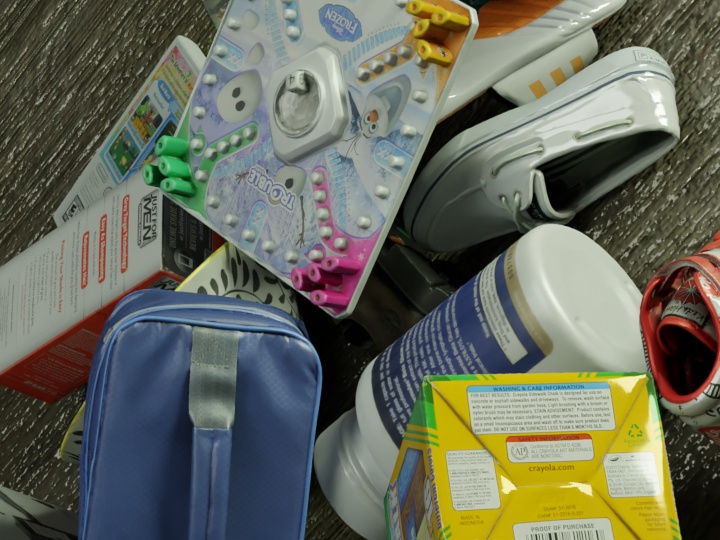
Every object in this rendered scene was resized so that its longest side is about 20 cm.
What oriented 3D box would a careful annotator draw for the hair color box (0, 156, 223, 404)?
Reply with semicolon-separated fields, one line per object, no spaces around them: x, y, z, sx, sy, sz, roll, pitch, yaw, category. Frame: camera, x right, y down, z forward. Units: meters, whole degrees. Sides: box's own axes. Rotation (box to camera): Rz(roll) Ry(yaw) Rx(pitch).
-0.184;0.009;1.657;0.200;0.061;0.102;-31;48;38;hair color box

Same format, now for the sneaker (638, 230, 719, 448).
0.204;-0.004;1.200;0.067;0.108;0.203;-12;61;46;sneaker

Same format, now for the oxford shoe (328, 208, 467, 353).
0.000;0.000;1.475;0.085;0.072;0.200;-58;36;17;oxford shoe

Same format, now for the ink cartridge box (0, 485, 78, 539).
-0.234;0.203;1.530;0.145;0.199;0.084;31;94;53;ink cartridge box

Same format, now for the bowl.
-0.095;0.076;1.498;0.201;0.094;0.201;-50;-6;-7;bowl

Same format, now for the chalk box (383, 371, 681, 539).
0.083;0.151;1.208;0.200;0.124;0.124;106;160;-60;chalk box

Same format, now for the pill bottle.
0.068;0.072;1.317;0.200;0.111;0.111;-40;43;28;pill bottle

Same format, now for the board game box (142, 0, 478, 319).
-0.038;-0.102;1.399;0.200;0.026;0.201;34;106;40;board game box

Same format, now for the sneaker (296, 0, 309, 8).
0.031;-0.189;1.446;0.200;0.081;0.147;38;96;23;sneaker

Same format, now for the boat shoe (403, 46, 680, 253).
0.105;-0.058;1.377;0.200;0.073;0.067;-37;44;31;boat shoe

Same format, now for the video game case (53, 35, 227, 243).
-0.149;-0.058;1.726;0.182;0.024;0.200;-53;38;14;video game case

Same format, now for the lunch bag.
-0.097;0.116;1.348;0.132;0.135;0.201;-126;41;-83;lunch bag

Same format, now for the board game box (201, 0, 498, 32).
0.008;-0.177;1.506;0.199;0.028;0.136;-32;68;7;board game box

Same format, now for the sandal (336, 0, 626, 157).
0.078;-0.116;1.426;0.206;0.059;0.079;-33;33;-9;sandal
